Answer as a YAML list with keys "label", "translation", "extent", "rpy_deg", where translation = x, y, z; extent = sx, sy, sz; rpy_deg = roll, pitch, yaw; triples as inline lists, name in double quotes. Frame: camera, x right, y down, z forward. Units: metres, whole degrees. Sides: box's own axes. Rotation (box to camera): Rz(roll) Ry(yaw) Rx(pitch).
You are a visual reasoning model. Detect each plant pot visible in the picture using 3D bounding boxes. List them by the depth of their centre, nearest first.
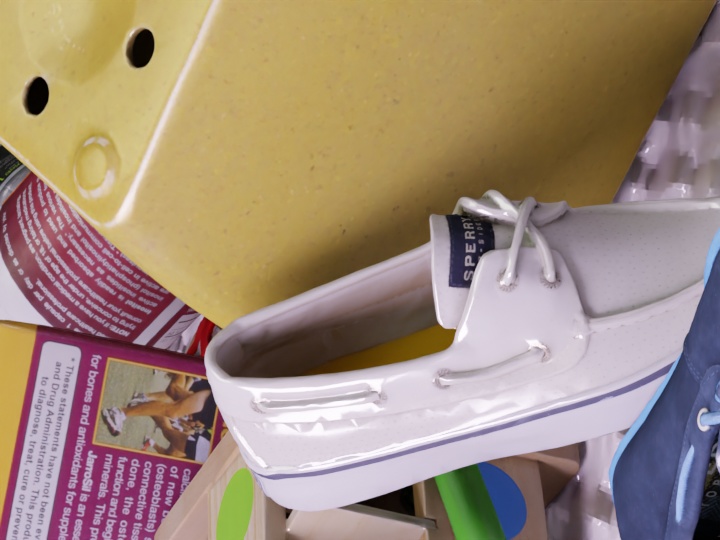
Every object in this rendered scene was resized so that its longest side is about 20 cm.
- label: "plant pot"
  translation: [-0.030, -0.081, 0.858]
  extent: [0.195, 0.199, 0.195]
  rpy_deg: [38, 111, 35]

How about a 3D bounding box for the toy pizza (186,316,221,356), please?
- label: "toy pizza"
  translation: [-0.075, 0.087, 1.221]
  extent: [0.200, 0.031, 0.202]
  rpy_deg: [-166, 90, -69]

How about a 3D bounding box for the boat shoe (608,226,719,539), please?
- label: "boat shoe"
  translation: [0.130, 0.039, 0.681]
  extent: [0.201, 0.083, 0.069]
  rpy_deg: [102, 163, -51]

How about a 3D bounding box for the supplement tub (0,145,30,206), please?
- label: "supplement tub"
  translation: [-0.171, -0.014, 1.403]
  extent: [0.200, 0.122, 0.124]
  rpy_deg: [-164, 88, -70]

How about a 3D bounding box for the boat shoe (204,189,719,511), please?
- label: "boat shoe"
  translation: [0.044, 0.011, 0.757]
  extent: [0.199, 0.070, 0.071]
  rpy_deg: [-19, 38, 15]

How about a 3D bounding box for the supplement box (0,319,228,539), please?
- label: "supplement box"
  translation: [-0.077, 0.100, 0.981]
  extent: [0.103, 0.198, 0.132]
  rpy_deg: [175, 107, -69]

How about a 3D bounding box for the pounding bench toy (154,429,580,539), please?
- label: "pounding bench toy"
  translation: [0.018, 0.108, 0.838]
  extent: [0.200, 0.123, 0.157]
  rpy_deg: [126, 150, -46]

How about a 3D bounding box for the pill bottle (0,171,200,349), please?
- label: "pill bottle"
  translation: [-0.116, -0.021, 1.216]
  extent: [0.200, 0.113, 0.113]
  rpy_deg: [-44, 35, 28]
